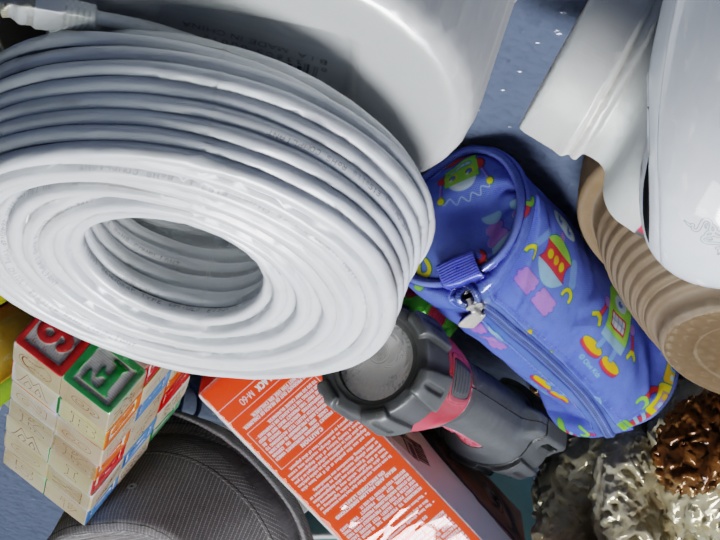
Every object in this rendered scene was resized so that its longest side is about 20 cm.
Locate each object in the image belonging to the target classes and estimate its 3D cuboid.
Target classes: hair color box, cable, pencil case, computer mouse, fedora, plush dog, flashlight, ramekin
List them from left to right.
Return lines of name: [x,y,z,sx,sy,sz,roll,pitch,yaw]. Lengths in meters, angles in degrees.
fedora: [-0.118,0.168,1.447,0.199,0.090,0.178,-3,107,41]
cable: [-0.070,-0.024,1.070,0.199,0.070,0.200,11,152,7]
ramekin: [-0.032,-0.117,1.060,0.199,0.098,0.201,10,152,6]
hair color box: [0.004,0.101,1.424,0.064,0.111,0.200,-39,103,11]
flashlight: [0.041,0.067,1.371,0.068,0.068,0.200,-40,156,7]
pencil case: [0.091,0.018,1.344,0.078,0.087,0.200,-14,145,27]
plush dog: [0.183,0.108,1.461,0.171,0.161,0.199,-31,162,34]
computer mouse: [0.153,-0.084,1.046,0.109,0.201,0.044,6,-163,10]

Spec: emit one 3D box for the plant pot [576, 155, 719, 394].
plant pot: [0.198,0.002,1.265,0.200,0.093,0.201,10,153,5]

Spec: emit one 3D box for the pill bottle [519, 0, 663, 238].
pill bottle: [0.174,-0.048,1.135,0.199,0.111,0.111,29,152,1]

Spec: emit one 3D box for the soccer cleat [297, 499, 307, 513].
soccer cleat: [-0.075,0.157,1.523,0.070,0.087,0.200,-6,170,-33]

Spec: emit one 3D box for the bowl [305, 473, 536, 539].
bowl: [0.033,0.157,1.611,0.199,0.106,0.201,9,152,5]

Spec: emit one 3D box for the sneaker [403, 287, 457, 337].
sneaker: [0.000,0.000,1.382,0.084,0.077,0.200,39,174,29]

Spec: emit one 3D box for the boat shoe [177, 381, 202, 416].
boat shoe: [-0.133,0.089,1.581,0.069,0.084,0.200,37,166,3]

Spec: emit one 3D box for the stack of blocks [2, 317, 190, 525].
stack of blocks: [-0.121,0.043,1.328,0.058,0.115,0.200,37,158,5]

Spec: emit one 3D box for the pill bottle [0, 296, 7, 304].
pill bottle: [-0.220,-0.024,1.314,0.199,0.110,0.109,-26,138,26]

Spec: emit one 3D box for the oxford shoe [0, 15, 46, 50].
oxford shoe: [-0.092,-0.088,1.198,0.200,0.072,0.071,32,175,-32]

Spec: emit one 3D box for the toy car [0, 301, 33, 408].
toy car: [-0.243,0.040,1.471,0.150,0.175,0.200,50,148,4]
